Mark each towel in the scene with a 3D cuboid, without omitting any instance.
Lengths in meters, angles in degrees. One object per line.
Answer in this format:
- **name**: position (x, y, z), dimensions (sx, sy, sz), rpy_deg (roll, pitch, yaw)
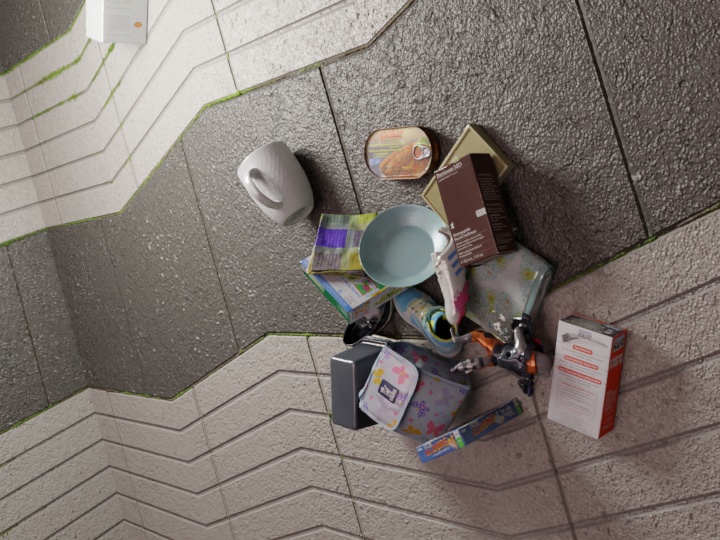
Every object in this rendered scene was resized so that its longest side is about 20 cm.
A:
- **towel**: position (0.284, 0.035, 1.520), dimensions (0.171, 0.048, 0.202), rpy_deg (36, 124, 34)
- **towel**: position (-0.037, -0.060, 1.703), dimensions (0.142, 0.202, 0.023), rpy_deg (2, 137, 12)

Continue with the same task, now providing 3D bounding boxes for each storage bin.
- **storage bin**: position (-0.003, 0.263, 1.739), dimensions (0.144, 0.133, 0.203), rpy_deg (7, 101, 42)

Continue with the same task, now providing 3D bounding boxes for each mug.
- **mug**: position (-0.211, -0.203, 1.863), dimensions (0.147, 0.199, 0.176), rpy_deg (-40, 77, 25)

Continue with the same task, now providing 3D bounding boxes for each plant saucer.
- **plant saucer**: position (0.096, -0.047, 1.636), dimensions (0.201, 0.201, 0.039), rpy_deg (43, 170, 30)

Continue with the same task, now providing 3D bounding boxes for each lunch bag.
- **lunch bag**: position (0.110, 0.260, 1.625), dimensions (0.198, 0.127, 0.171), rpy_deg (24, 110, -6)

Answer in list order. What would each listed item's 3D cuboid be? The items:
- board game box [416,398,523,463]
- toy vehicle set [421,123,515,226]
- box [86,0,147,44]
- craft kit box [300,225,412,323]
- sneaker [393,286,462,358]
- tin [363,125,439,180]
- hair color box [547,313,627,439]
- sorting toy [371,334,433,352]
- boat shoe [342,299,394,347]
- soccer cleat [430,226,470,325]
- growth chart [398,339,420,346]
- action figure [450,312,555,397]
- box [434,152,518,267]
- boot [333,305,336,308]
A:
- **board game box**: position (0.223, 0.325, 1.546), dimensions (0.135, 0.199, 0.035), rpy_deg (-37, 74, 44)
- **toy vehicle set**: position (0.214, -0.182, 1.550), dimensions (0.125, 0.026, 0.201), rpy_deg (53, 132, 22)
- **box**: position (-0.731, -0.793, 2.281), dimensions (0.106, 0.151, 0.202), rpy_deg (28, 119, 37)
- **craft kit box**: position (0.000, 0.000, 1.683), dimensions (0.200, 0.196, 0.049), rpy_deg (45, 159, 38)
- **sneaker**: position (0.142, 0.088, 1.619), dimensions (0.200, 0.079, 0.131), rpy_deg (44, 169, 20)
- **tin**: position (0.089, -0.257, 1.655), dimensions (0.198, 0.042, 0.114), rpy_deg (6, 108, 45)
- **hair color box**: position (0.419, 0.194, 1.410), dimensions (0.110, 0.063, 0.203), rpy_deg (19, 114, 42)
- **sorting toy**: position (0.091, 0.260, 1.760), dimensions (0.184, 0.036, 0.203), rpy_deg (10, 108, 42)
- **boat shoe**: position (0.018, 0.116, 1.807), dimensions (0.075, 0.062, 0.201), rpy_deg (54, 131, 24)
- **soccer cleat**: position (0.178, 0.007, 1.538), dimensions (0.070, 0.085, 0.203), rpy_deg (143, 135, -77)
- **growth chart**: position (0.111, 0.234, 1.772), dimensions (0.199, 0.018, 0.147), rpy_deg (23, 117, 38)
- **action figure**: position (0.282, 0.186, 1.477), dimensions (0.191, 0.105, 0.202), rpy_deg (1, 123, 31)
- **box**: position (0.223, -0.116, 1.475), dimensions (0.100, 0.074, 0.203), rpy_deg (-24, 77, 45)
- **boot**: position (-0.020, 0.024, 1.750), dimensions (0.199, 0.155, 0.073), rpy_deg (23, 145, 37)
